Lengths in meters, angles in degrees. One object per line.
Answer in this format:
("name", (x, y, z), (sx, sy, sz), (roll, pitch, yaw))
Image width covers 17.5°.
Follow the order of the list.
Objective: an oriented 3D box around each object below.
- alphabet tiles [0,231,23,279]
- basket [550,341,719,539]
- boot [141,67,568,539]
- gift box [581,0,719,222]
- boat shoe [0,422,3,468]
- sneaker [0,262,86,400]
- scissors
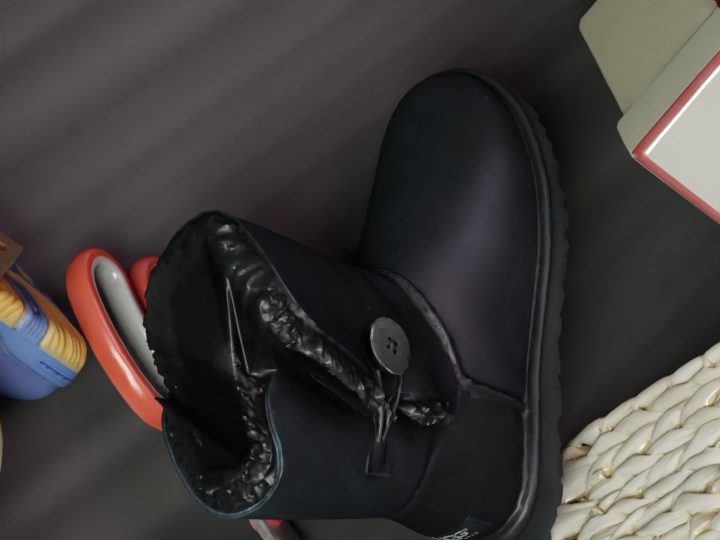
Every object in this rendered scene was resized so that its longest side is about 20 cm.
("alphabet tiles", (-0.181, -0.042, 0.713), (0.166, 0.006, 0.200), (35, 7, -6))
("basket", (0.179, 0.124, 0.889), (0.199, 0.135, 0.124), (23, 53, -24))
("boot", (0.000, 0.000, 0.842), (0.168, 0.076, 0.201), (20, 61, -47))
("gift box", (0.219, -0.079, 0.895), (0.200, 0.185, 0.187), (31, 18, -14))
("boat shoe", (-0.144, 0.107, 0.669), (0.073, 0.063, 0.201), (5, 61, 6))
("sneaker", (-0.180, 0.010, 0.750), (0.200, 0.088, 0.075), (28, 8, -40))
("scissors", (-0.044, 0.079, 0.824), (0.201, 0.014, 0.073), (62, 22, 5))
